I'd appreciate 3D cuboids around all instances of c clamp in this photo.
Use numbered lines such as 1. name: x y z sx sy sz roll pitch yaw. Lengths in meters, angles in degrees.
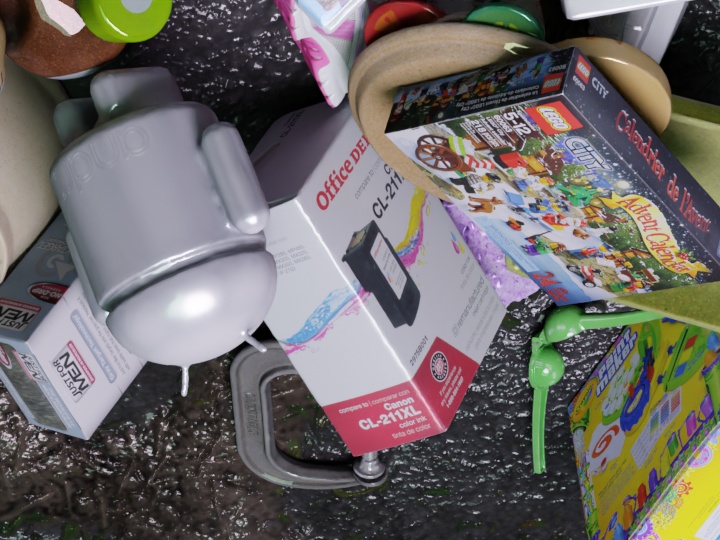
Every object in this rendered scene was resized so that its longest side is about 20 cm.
1. c clamp: -0.017 0.110 1.699 0.170 0.027 0.200 8 138 1

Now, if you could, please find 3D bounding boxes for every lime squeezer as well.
1. lime squeezer: 0.159 0.069 1.684 0.070 0.038 0.200 32 128 -2

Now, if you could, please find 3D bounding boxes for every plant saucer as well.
1. plant saucer: 0.196 -0.054 1.499 0.199 0.048 0.200 16 143 18

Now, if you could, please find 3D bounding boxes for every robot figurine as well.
1. robot figurine: -0.122 -0.026 1.396 0.113 0.201 0.169 -12 165 -45

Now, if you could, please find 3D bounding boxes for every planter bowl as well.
1. planter bowl: -0.292 -0.052 1.502 0.199 0.135 0.201 -2 129 -2

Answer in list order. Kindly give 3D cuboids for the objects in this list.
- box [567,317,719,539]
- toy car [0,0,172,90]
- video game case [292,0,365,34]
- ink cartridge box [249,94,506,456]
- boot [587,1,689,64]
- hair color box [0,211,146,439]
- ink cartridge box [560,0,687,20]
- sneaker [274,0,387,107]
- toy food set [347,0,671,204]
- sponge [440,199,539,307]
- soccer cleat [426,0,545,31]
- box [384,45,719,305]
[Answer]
1. box: 0.258 0.115 1.635 0.122 0.193 0.200 19 127 -18
2. toy car: -0.240 -0.129 1.365 0.158 0.164 0.200 37 75 -29
3. video game case: -0.011 -0.267 1.275 0.200 0.023 0.182 -43 108 9
4. ink cartridge box: 0.000 0.000 1.518 0.083 0.146 0.200 -17 117 34
5. boot: 0.167 -0.185 1.472 0.095 0.074 0.200 25 135 6
6. hair color box: -0.169 0.005 1.515 0.060 0.200 0.099 11 142 36
7. ink cartridge box: 0.177 -0.259 1.337 0.144 0.085 0.201 -10 101 4
8. sneaker: -0.013 -0.185 1.429 0.088 0.082 0.200 -28 158 2
9. toy food set: 0.085 -0.102 1.419 0.197 0.049 0.200 22 151 -8
10. sponge: 0.063 -0.004 1.630 0.200 0.030 0.112 -34 123 22
11. soccer cleat: 0.069 -0.200 1.426 0.069 0.085 0.200 -34 124 -4
12. box: 0.128 -0.054 1.389 0.136 0.038 0.200 -10 141 40
